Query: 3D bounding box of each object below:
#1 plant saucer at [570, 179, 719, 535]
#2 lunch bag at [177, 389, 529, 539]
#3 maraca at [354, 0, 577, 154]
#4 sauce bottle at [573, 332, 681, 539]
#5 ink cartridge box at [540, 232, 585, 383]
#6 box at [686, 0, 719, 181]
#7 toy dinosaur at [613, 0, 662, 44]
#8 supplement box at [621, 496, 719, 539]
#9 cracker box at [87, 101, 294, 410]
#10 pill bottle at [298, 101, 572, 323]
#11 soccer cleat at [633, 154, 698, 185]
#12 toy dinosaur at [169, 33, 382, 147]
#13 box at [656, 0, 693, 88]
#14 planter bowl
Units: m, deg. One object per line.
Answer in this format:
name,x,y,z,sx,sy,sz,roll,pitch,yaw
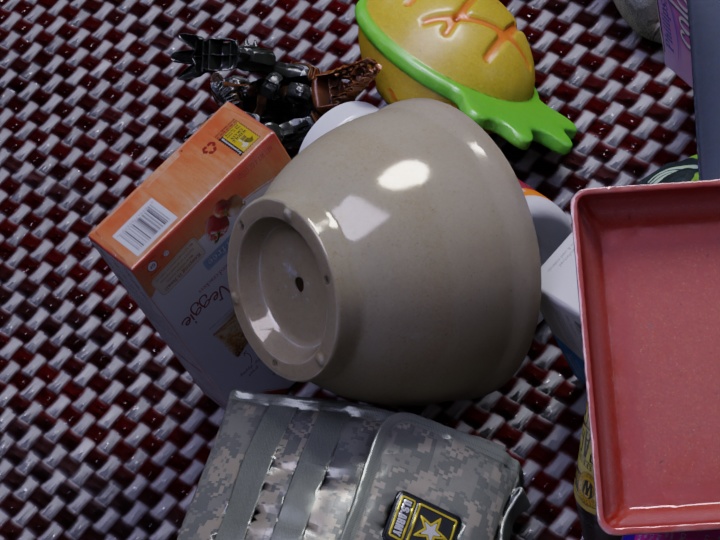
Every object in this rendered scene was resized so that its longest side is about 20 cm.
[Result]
plant saucer,0.224,0.048,1.368,0.199,0.037,0.201,-4,75,1
lunch bag,-0.005,0.176,1.532,0.199,0.118,0.164,6,55,22
maraca,0.075,-0.144,1.747,0.200,0.137,0.107,46,121,36
sauce bottle,0.162,0.120,1.456,0.066,0.201,0.066,4,22,-2
ink cartridge box,0.210,0.059,1.525,0.068,0.115,0.200,-46,50,-12
box,0.289,-0.068,1.527,0.117,0.200,0.197,-12,50,18
toy dinosaur,0.221,-0.217,1.772,0.102,0.077,0.201,-23,80,13
supplement box,0.253,0.192,1.384,0.200,0.101,0.104,22,96,38
cracker box,-0.083,0.000,1.657,0.134,0.200,0.058,-45,50,-12
pill bottle,0.046,-0.039,1.682,0.113,0.113,0.200,-44,49,-11
soccer cleat,0.205,-0.035,1.579,0.081,0.068,0.200,-14,7,17
toy dinosaur,-0.065,-0.127,1.781,0.200,0.135,0.102,-43,59,36
box,0.302,-0.227,1.637,0.200,0.176,0.097,-34,52,-13
planter bowl,0.000,0.000,1.548,0.134,0.201,0.200,-15,37,-35
